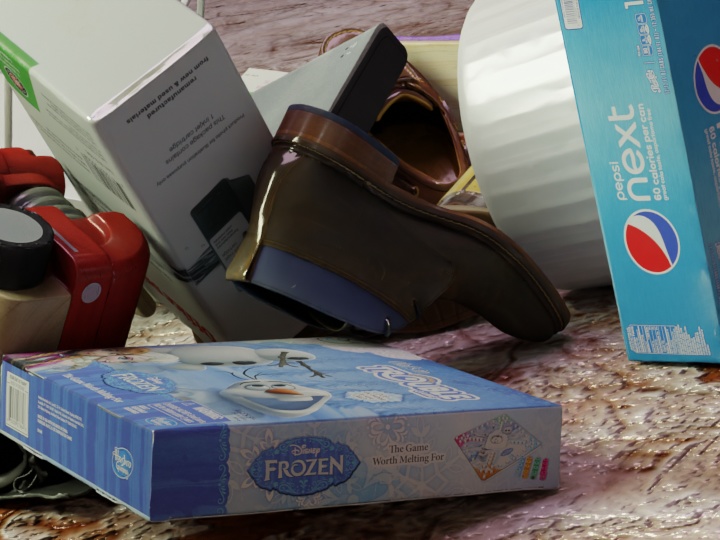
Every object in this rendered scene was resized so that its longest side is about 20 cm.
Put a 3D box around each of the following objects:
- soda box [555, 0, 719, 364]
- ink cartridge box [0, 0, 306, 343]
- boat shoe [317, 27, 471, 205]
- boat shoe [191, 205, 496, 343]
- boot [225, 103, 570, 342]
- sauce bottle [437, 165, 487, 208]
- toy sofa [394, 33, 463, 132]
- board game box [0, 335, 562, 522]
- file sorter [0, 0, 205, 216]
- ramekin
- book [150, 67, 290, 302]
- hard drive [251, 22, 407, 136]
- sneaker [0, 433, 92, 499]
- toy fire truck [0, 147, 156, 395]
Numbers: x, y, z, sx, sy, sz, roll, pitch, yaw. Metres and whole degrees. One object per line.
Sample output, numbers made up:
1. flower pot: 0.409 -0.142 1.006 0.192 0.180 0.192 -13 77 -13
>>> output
1. soda box: 0.157 -0.058 1.144 0.064 0.201 0.068 1 19 43
2. ink cartridge box: -0.104 -0.061 1.230 0.083 0.200 0.146 -39 44 -13
3. boat shoe: 0.028 -0.096 1.477 0.072 0.068 0.201 -22 51 -11
4. boat shoe: 0.000 0.000 1.323 0.199 0.072 0.065 -12 15 9
5. boot: 0.018 0.008 1.193 0.075 0.200 0.097 -3 56 61
6. sauce bottle: 0.107 -0.060 1.405 0.064 0.065 0.200 -2 29 36
7. toy sofa: 0.084 -0.127 1.575 0.083 0.098 0.199 -24 17 -35
8. board game box: -0.042 0.068 1.060 0.198 0.044 0.200 -1 8 -27
9. file sorter: -0.200 -0.126 1.418 0.199 0.125 0.139 10 35 3
10. ramekin: 0.135 -0.085 1.292 0.097 0.202 0.200 -14 13 27
11. book: -0.092 -0.058 1.555 0.200 0.048 0.133 -45 29 -25
12. hard drive: -0.070 -0.068 1.437 0.199 0.033 0.140 -24 28 41
13. sneaker: -0.195 0.081 1.206 0.199 0.060 0.104 5 18 36
14. toy fire truck: -0.167 -0.005 1.214 0.199 0.129 0.176 -8 36 -43
